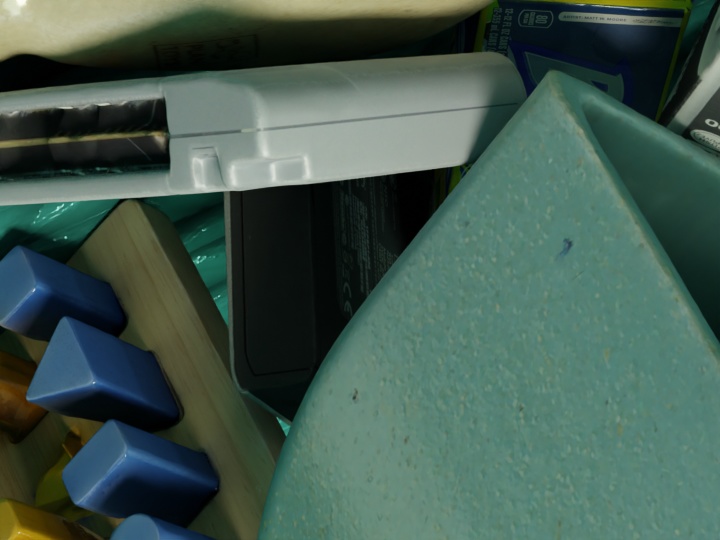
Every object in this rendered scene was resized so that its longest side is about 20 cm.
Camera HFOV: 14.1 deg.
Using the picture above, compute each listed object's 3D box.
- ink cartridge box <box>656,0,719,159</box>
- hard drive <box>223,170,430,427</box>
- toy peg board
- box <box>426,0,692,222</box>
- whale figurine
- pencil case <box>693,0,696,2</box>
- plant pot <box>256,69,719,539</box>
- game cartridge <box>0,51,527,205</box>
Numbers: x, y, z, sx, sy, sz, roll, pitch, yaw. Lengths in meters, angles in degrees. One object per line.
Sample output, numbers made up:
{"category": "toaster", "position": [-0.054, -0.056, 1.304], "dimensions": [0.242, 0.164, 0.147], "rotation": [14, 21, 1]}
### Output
{"category": "ink cartridge box", "position": [0.155, -0.122, 0.919], "dimensions": [0.198, 0.043, 0.200], "rotation": [-62, 178, -12]}
{"category": "hard drive", "position": [0.000, 0.000, 1.059], "dimensions": [0.033, 0.140, 0.200], "rotation": [-9, 161, 17]}
{"category": "toy peg board", "position": [-0.129, 0.096, 0.999], "dimensions": [0.199, 0.200, 0.098], "rotation": [-47, 138, 18]}
{"category": "box", "position": [0.065, -0.057, 1.004], "dimensions": [0.070, 0.064, 0.200], "rotation": [3, 147, -3]}
{"category": "whale figurine", "position": [-0.046, -0.115, 0.864], "dimensions": [0.200, 0.104, 0.159], "rotation": [-11, 171, -1]}
{"category": "pencil case", "position": [0.117, -0.177, 0.965], "dimensions": [0.087, 0.078, 0.200], "rotation": [-54, 171, -43]}
{"category": "plant pot", "position": [0.082, 0.099, 0.872], "dimensions": [0.200, 0.196, 0.196], "rotation": [-44, 139, 21]}
{"category": "game cartridge", "position": [-0.054, -0.042, 0.896], "dimensions": [0.200, 0.041, 0.133], "rotation": [-2, -179, 43]}
